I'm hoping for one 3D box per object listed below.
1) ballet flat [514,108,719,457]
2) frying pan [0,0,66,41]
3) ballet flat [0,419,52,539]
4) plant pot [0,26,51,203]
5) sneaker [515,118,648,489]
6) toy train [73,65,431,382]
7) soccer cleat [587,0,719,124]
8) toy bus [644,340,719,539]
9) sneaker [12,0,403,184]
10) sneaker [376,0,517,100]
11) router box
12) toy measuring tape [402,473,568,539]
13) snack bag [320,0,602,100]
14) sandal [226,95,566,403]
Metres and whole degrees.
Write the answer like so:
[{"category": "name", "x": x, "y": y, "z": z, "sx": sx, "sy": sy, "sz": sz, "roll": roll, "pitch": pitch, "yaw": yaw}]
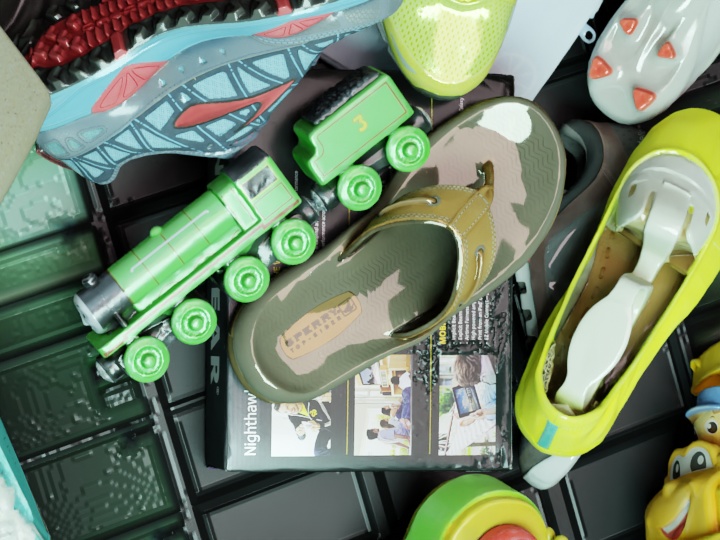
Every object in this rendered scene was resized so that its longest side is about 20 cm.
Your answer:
[{"category": "ballet flat", "x": 0.138, "y": 0.001, "z": 1.364, "sx": 0.067, "sy": 0.067, "sz": 0.200, "roll": 27, "pitch": 77, "yaw": 9}, {"category": "frying pan", "x": -0.201, "y": -0.179, "z": 1.299, "sx": 0.115, "sy": 0.031, "sz": 0.190, "roll": -24, "pitch": 97, "yaw": -26}, {"category": "ballet flat", "x": -0.159, "y": 0.153, "z": 1.293, "sx": 0.072, "sy": 0.072, "sz": 0.200, "roll": -28, "pitch": 87, "yaw": -23}, {"category": "plant pot", "x": -0.256, "y": -0.062, "z": 1.194, "sx": 0.177, "sy": 0.200, "sz": 0.200, "roll": -45, "pitch": 107, "yaw": -30}, {"category": "sneaker", "x": 0.104, "y": 0.013, "z": 1.431, "sx": 0.082, "sy": 0.077, "sz": 0.200, "roll": 19, "pitch": 76, "yaw": -3}, {"category": "toy train", "x": -0.052, "y": -0.023, "z": 1.305, "sx": 0.200, "sy": 0.042, "sz": 0.056, "roll": -39, "pitch": 112, "yaw": -7}, {"category": "soccer cleat", "x": 0.186, "y": -0.161, "z": 1.415, "sx": 0.069, "sy": 0.078, "sz": 0.200, "roll": 40, "pitch": 107, "yaw": 9}, {"category": "toy bus", "x": 0.237, "y": 0.082, "z": 1.459, "sx": 0.200, "sy": 0.136, "sz": 0.192, "roll": -7, "pitch": 79, "yaw": -22}, {"category": "sneaker", "x": -0.065, "y": -0.101, "z": 1.296, "sx": 0.200, "sy": 0.079, "sz": 0.096, "roll": -18, "pitch": 134, "yaw": 12}, {"category": "sneaker", "x": 0.057, "y": -0.178, "z": 1.317, "sx": 0.078, "sy": 0.090, "sz": 0.200, "roll": 8, "pitch": 99, "yaw": -15}, {"category": "router box", "x": 0.000, "y": 0.000, "z": 1.371, "sx": 0.149, "sy": 0.051, "sz": 0.200, "roll": 1, "pitch": 89, "yaw": -16}, {"category": "toy measuring tape", "x": 0.027, "y": 0.133, "z": 1.355, "sx": 0.200, "sy": 0.074, "sz": 0.074, "roll": 8, "pitch": 86, "yaw": -34}, {"category": "snack bag", "x": 0.049, "y": -0.173, "z": 1.392, "sx": 0.188, "sy": 0.021, "sz": 0.200, "roll": 29, "pitch": 101, "yaw": -23}, {"category": "sandal", "x": 0.024, "y": -0.006, "z": 1.322, "sx": 0.200, "sy": 0.054, "sz": 0.080, "roll": -38, "pitch": 97, "yaw": -14}]
